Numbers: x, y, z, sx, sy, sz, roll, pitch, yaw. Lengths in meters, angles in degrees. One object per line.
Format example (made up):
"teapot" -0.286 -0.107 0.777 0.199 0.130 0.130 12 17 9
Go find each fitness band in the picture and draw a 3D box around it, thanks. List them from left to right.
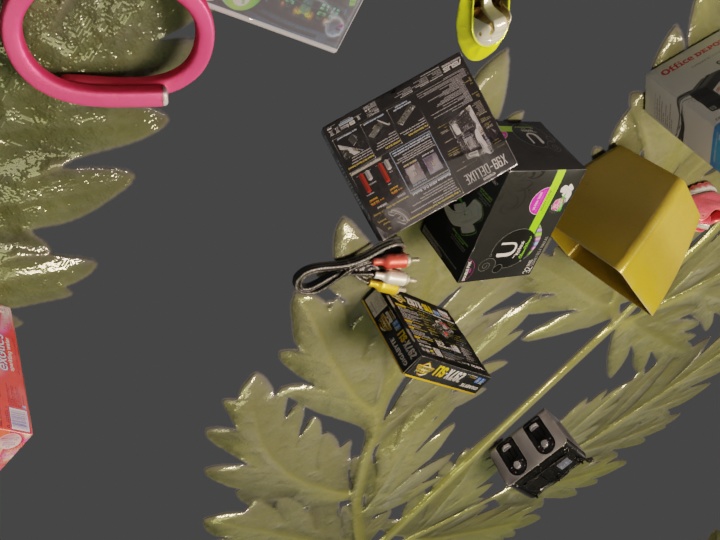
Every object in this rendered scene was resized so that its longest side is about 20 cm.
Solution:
"fitness band" -0.241 -0.229 0.750 0.198 0.038 0.145 -4 135 -20

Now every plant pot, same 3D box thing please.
"plant pot" 0.433 -0.079 1.261 0.177 0.200 0.200 -50 139 5

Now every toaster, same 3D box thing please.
"toaster" 0.428 0.440 1.843 0.180 0.119 0.200 -40 140 11

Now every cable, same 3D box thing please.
"cable" 0.000 0.000 1.152 0.198 0.050 0.098 -6 133 -31

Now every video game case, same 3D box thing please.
"video game case" -0.065 -0.332 0.787 0.198 0.023 0.183 7 127 -39

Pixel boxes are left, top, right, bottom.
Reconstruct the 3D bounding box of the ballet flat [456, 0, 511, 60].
"ballet flat" 0.151 -0.322 0.906 0.066 0.067 0.201 -22 140 -14

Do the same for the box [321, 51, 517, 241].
"box" 0.073 -0.153 0.965 0.199 0.159 0.050 -30 -176 -4

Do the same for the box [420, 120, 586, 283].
"box" 0.203 -0.101 1.126 0.147 0.125 0.201 -6 136 -29

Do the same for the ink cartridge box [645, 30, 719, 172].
"ink cartridge box" 0.541 -0.247 1.140 0.144 0.201 0.084 -29 139 -3

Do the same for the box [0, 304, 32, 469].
"box" -0.449 0.126 0.863 0.095 0.201 0.102 -44 140 15

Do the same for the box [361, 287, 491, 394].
"box" 0.110 0.113 1.258 0.199 0.160 0.049 22 117 -46

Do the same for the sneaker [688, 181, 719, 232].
"sneaker" 0.594 -0.105 1.413 0.198 0.087 0.074 -17 138 -19
